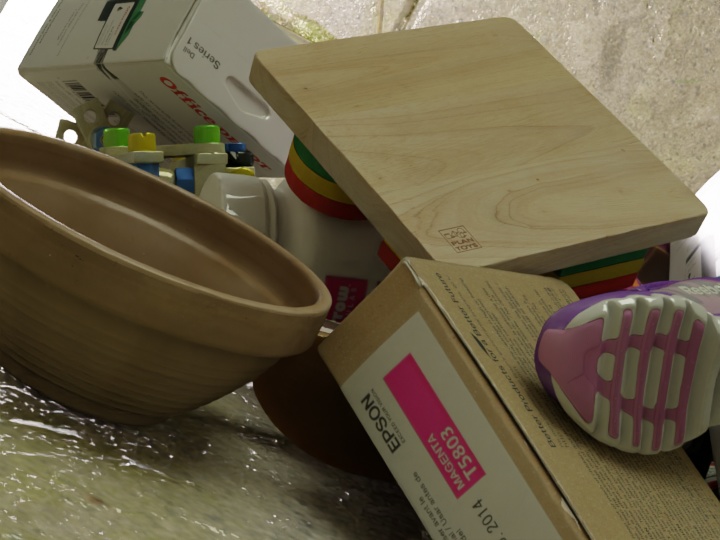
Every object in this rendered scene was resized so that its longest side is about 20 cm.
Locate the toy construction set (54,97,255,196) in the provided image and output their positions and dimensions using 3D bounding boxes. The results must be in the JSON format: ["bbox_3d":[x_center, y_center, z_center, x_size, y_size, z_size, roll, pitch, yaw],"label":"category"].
[{"bbox_3d":[-0.142,-0.062,1.253,0.131,0.092,0.200,-3,14,-19],"label":"toy construction set"}]

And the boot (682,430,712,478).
[{"bbox_3d":[0.131,0.113,1.141,0.153,0.074,0.204,11,28,21],"label":"boot"}]

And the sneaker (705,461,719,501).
[{"bbox_3d":[0.283,0.167,1.225,0.200,0.078,0.082,23,11,-25],"label":"sneaker"}]

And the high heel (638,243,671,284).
[{"bbox_3d":[0.155,-0.055,1.362,0.200,0.067,0.096,38,15,-28],"label":"high heel"}]

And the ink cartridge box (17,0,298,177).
[{"bbox_3d":[-0.131,-0.138,1.345,0.200,0.084,0.146,4,-29,49],"label":"ink cartridge box"}]

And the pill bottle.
[{"bbox_3d":[0.000,0.000,1.131,0.200,0.114,0.113,7,17,-17],"label":"pill bottle"}]

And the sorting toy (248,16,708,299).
[{"bbox_3d":[0.061,-0.054,1.075,0.200,0.070,0.199,-13,48,-35],"label":"sorting toy"}]

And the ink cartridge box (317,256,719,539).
[{"bbox_3d":[0.092,0.095,0.921,0.165,0.075,0.200,7,45,-54],"label":"ink cartridge box"}]

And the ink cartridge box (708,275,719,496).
[{"bbox_3d":[0.249,0.109,1.053,0.200,0.084,0.145,-86,158,-56],"label":"ink cartridge box"}]

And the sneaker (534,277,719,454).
[{"bbox_3d":[0.154,0.039,0.937,0.200,0.081,0.088,0,20,-40],"label":"sneaker"}]

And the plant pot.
[{"bbox_3d":[-0.123,0.012,0.907,0.201,0.093,0.201,26,11,-5],"label":"plant pot"}]

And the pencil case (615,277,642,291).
[{"bbox_3d":[0.132,-0.010,1.200,0.088,0.088,0.200,23,26,-22],"label":"pencil case"}]

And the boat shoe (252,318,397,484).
[{"bbox_3d":[0.020,0.078,1.014,0.200,0.070,0.070,33,20,-26],"label":"boat shoe"}]

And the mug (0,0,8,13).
[{"bbox_3d":[-0.367,-0.241,1.418,0.175,0.148,0.200,32,-22,-24],"label":"mug"}]

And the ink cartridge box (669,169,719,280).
[{"bbox_3d":[0.292,0.033,1.283,0.145,0.085,0.200,30,37,-11],"label":"ink cartridge box"}]
